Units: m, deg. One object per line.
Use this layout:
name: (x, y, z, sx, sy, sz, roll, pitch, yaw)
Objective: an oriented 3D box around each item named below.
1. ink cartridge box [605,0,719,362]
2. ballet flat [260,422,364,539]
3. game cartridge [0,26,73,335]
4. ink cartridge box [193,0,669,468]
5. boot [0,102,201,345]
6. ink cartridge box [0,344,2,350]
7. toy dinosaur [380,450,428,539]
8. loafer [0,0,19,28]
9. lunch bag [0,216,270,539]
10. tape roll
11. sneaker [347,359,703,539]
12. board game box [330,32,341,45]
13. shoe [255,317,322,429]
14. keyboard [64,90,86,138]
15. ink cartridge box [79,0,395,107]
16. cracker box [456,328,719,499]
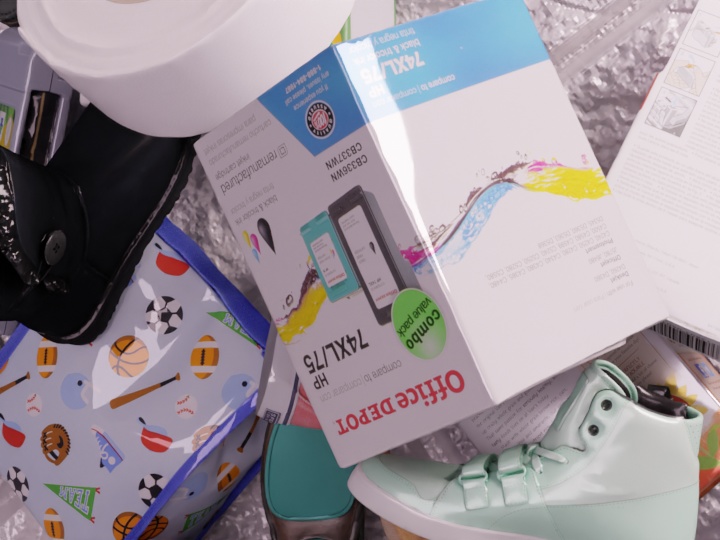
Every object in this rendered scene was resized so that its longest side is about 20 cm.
ink cartridge box: (0.207, -0.059, 1.099, 0.109, 0.050, 0.200, 25, 78, 14)
ballet flat: (-0.028, 0.156, 1.206, 0.068, 0.068, 0.201, 1, 102, 4)
game cartridge: (-0.239, -0.065, 1.293, 0.040, 0.133, 0.201, 10, 95, -21)
ink cartridge box: (0.038, -0.021, 1.035, 0.147, 0.146, 0.200, -29, 85, 50)
boot: (-0.179, -0.054, 1.128, 0.076, 0.168, 0.201, 23, 88, 21)
ink cartridge box: (-0.326, 0.059, 1.317, 0.083, 0.146, 0.200, -30, 79, 24)
toy dinosaur: (0.044, 0.192, 1.190, 0.106, 0.060, 0.200, -37, 103, 23)
loafer: (-0.205, -0.253, 1.297, 0.072, 0.063, 0.200, 45, 108, 21)
lunch bag: (-0.139, 0.079, 1.245, 0.170, 0.124, 0.200, 45, 116, 19)
tape roll: (-0.097, -0.178, 1.082, 0.202, 0.071, 0.203, -15, 58, 25)
sneaker: (0.097, 0.100, 1.086, 0.200, 0.074, 0.119, 10, 102, 7)
board game box: (-0.068, -0.190, 1.161, 0.095, 0.030, 0.201, -14, 79, 25)
shoe: (0.000, 0.000, 1.140, 0.091, 0.071, 0.201, 12, 80, -8)
keyboard: (-0.217, -0.078, 1.339, 0.056, 0.011, 0.201, 17, 98, 29)
ink cartridge box: (-0.082, -0.178, 1.230, 0.199, 0.084, 0.147, -2, 90, 25)
cracker box: (0.130, 0.069, 1.152, 0.134, 0.058, 0.200, -44, 75, 18)
